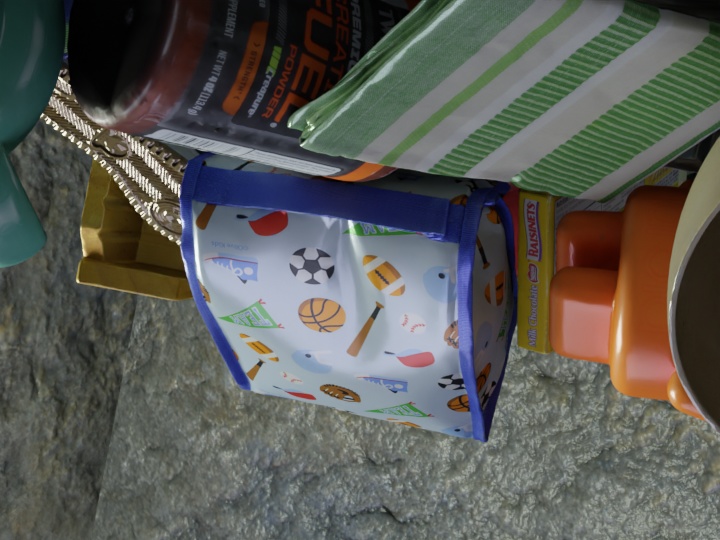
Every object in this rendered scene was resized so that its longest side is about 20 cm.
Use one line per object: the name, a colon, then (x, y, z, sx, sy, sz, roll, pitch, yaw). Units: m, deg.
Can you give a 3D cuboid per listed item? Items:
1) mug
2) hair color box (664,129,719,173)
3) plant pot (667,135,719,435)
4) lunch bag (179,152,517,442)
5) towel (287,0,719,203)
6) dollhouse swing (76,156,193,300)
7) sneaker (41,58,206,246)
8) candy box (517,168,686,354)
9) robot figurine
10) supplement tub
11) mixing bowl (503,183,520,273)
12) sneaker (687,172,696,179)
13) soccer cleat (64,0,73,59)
mug: (-0.200, -0.105, 0.696, 0.185, 0.152, 0.114, 30, 174, -14)
hair color box: (0.107, -0.100, 0.844, 0.200, 0.061, 0.099, 11, -178, 25)
plant pot: (0.229, -0.022, 0.657, 0.200, 0.201, 0.135, 11, -144, -4)
lunch bag: (0.000, 0.000, 0.856, 0.170, 0.124, 0.200, 8, 157, 15)
towel: (0.087, -0.081, 0.681, 0.200, 0.023, 0.153, 6, 153, -34)
dollhouse swing: (-0.082, -0.073, 1.067, 0.175, 0.200, 0.182, 12, -178, 3)
sneaker: (-0.122, -0.103, 0.932, 0.070, 0.109, 0.200, -23, 122, 43)
candy box: (0.154, -0.034, 0.931, 0.026, 0.102, 0.200, 12, -153, 32)
robot figurine: (0.201, 0.017, 0.791, 0.200, 0.117, 0.144, 4, -166, 10)
supplement tub: (-0.032, -0.103, 0.729, 0.200, 0.107, 0.107, 9, -177, -38)
mixing bowl: (0.079, -0.060, 1.025, 0.200, 0.109, 0.200, 7, -162, -2)
sneaker: (0.246, -0.023, 1.086, 0.200, 0.106, 0.075, -21, 172, -31)
soccer cleat: (-0.098, -0.130, 0.881, 0.200, 0.084, 0.065, 9, -178, -32)
